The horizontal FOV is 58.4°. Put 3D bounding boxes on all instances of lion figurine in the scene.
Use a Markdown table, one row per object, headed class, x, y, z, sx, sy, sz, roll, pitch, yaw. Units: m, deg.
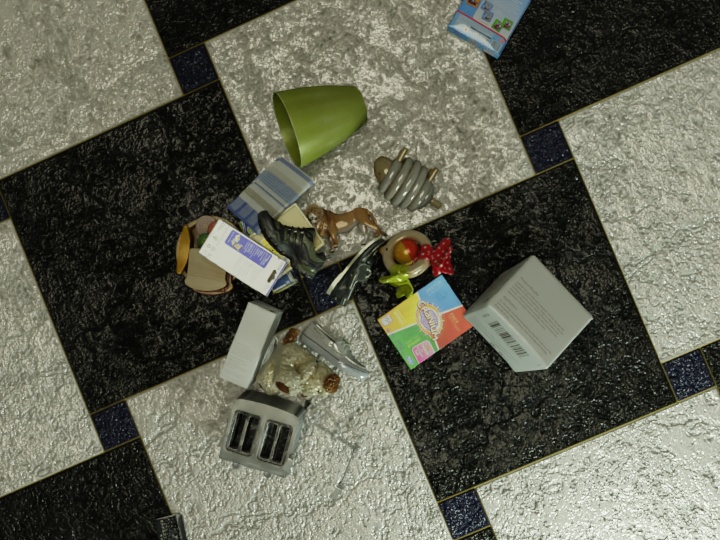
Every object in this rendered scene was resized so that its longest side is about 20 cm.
| class | x | y | z | sx | sy | sz | roll | pitch | yaw |
| --- | --- | --- | --- | --- | --- | --- | --- | --- | --- |
| lion figurine | -0.039 | -0.121 | 1.629 | 0.198 | 0.073 | 0.124 | -11 | 76 | -11 |

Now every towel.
| class | x | y | z | sx | sy | sz | roll | pitch | yaw |
| --- | --- | --- | --- | --- | --- | --- | --- | --- | --- |
| towel | -0.223 | -0.189 | 1.602 | 0.200 | 0.024 | 0.147 | -45 | 56 | -11 |

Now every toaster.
| class | x | y | z | sx | sy | sz | roll | pitch | yaw |
| --- | --- | --- | --- | --- | --- | --- | --- | --- | --- |
| toaster | -0.237 | 0.400 | 1.605 | 0.179 | 0.119 | 0.202 | 16 | 90 | 2 |

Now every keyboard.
| class | x | y | z | sx | sy | sz | roll | pitch | yaw |
| --- | --- | --- | --- | --- | --- | --- | --- | --- | --- |
| keyboard | -0.492 | 0.736 | 1.656 | 0.103 | 0.040 | 0.202 | -13 | 88 | 2 |

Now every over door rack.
| class | x | y | z | sx | sy | sz | roll | pitch | yaw |
| --- | --- | --- | --- | --- | --- | --- | --- | --- | --- |
| over door rack | -0.079 | 0.432 | 1.560 | 0.147 | 0.200 | 0.067 | 29 | 122 | 3 |

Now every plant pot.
| class | x | y | z | sx | sy | sz | roll | pitch | yaw |
| --- | --- | --- | --- | --- | --- | --- | --- | --- | --- |
| plant pot | -0.090 | -0.375 | 1.585 | 0.198 | 0.187 | 0.189 | -22 | 89 | -13 |

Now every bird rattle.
| class | x | y | z | sx | sy | sz | roll | pitch | yaw |
| --- | --- | --- | --- | --- | --- | --- | --- | --- | --- |
| bird rattle | 0.128 | -0.034 | 1.588 | 0.199 | 0.113 | 0.164 | -37 | 57 | 9 |

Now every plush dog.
| class | x | y | z | sx | sy | sz | roll | pitch | yaw |
| --- | --- | --- | --- | --- | --- | --- | --- | --- | --- |
| plush dog | -0.137 | 0.250 | 1.580 | 0.171 | 0.199 | 0.162 | 34 | 67 | -20 |

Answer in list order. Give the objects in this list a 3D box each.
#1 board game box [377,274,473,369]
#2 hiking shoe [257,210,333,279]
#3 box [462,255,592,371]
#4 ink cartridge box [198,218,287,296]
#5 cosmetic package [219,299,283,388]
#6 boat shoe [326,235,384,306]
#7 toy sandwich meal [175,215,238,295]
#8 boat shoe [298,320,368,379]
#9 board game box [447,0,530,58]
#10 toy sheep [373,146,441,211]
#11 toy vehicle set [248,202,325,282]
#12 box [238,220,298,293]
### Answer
| class | x | y | z | sx | sy | sz | roll | pitch | yaw |
| --- | --- | --- | --- | --- | --- | --- | --- | --- | --- |
| board game box | 0.164 | 0.128 | 1.623 | 0.199 | 0.040 | 0.154 | -35 | 88 | 2 |
| hiking shoe | -0.159 | -0.077 | 1.535 | 0.101 | 0.076 | 0.200 | -44 | 103 | -13 |
| box | 0.386 | 0.107 | 1.517 | 0.171 | 0.200 | 0.199 | -43 | 88 | -13 |
| ink cartridge box | -0.280 | -0.030 | 1.547 | 0.199 | 0.039 | 0.100 | 33 | 89 | 3 |
| cosmetic package | -0.271 | 0.181 | 1.611 | 0.080 | 0.113 | 0.202 | 20 | 89 | 2 |
| boat shoe | 0.000 | 0.000 | 1.616 | 0.068 | 0.072 | 0.200 | 41 | 100 | 9 |
| toy sandwich meal | -0.387 | -0.040 | 1.637 | 0.203 | 0.070 | 0.208 | 0 | 90 | 3 |
| boat shoe | -0.059 | 0.199 | 1.618 | 0.199 | 0.074 | 0.067 | 31 | 92 | 3 |
| board game box | 0.333 | -0.661 | 1.620 | 0.150 | 0.037 | 0.201 | 30 | 92 | 2 |
| toy sheep | 0.118 | -0.215 | 1.586 | 0.199 | 0.138 | 0.139 | 32 | 91 | -3 |
| toy vehicle set | -0.201 | -0.057 | 1.580 | 0.199 | 0.027 | 0.125 | -36 | 89 | -1 |
| box | -0.231 | -0.045 | 1.629 | 0.064 | 0.070 | 0.201 | -28 | 88 | 2 |
